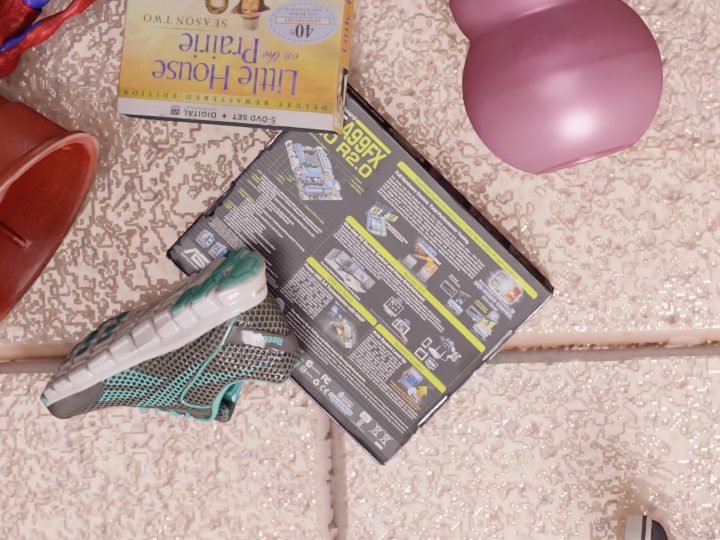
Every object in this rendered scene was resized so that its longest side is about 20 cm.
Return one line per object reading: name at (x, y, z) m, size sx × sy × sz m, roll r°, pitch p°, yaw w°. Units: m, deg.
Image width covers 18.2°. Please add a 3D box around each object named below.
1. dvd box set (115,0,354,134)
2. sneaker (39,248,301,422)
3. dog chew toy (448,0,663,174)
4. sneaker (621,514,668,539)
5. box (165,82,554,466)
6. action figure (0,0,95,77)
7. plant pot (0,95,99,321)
dvd box set at (-0.074, -0.190, 1.410) m, size 0.146 × 0.029 × 0.201 m, roll 6°, pitch 89°, yaw 13°
sneaker at (-0.120, 0.066, 1.429) m, size 0.199 × 0.078 × 0.091 m, roll -26°, pitch 107°, yaw 35°
dog chew toy at (0.110, -0.164, 1.378) m, size 0.124 × 0.125 × 0.201 m, roll -16°, pitch 88°, yaw 7°
sneaker at (0.208, 0.249, 1.442) m, size 0.079 × 0.078 × 0.201 m, roll -3°, pitch 108°, yaw 11°
box at (0.000, 0.000, 1.445) m, size 0.200 × 0.044 × 0.160 m, roll 44°, pitch 99°, yaw -1°
action figure at (-0.204, -0.187, 1.431) m, size 0.065 × 0.052 × 0.200 m, roll 47°, pitch 111°, yaw 25°
plant pot at (-0.301, -0.062, 1.401) m, size 0.195 × 0.201 × 0.201 m, roll 38°, pitch 99°, yaw 8°
